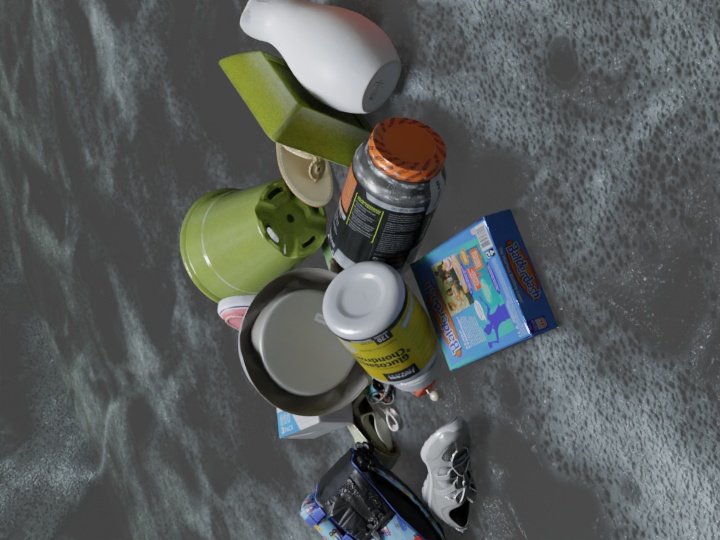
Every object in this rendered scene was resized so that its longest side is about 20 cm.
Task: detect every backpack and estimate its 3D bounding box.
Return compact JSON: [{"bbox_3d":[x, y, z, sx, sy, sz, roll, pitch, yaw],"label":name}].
[{"bbox_3d":[0.027,0.364,1.630,0.200,0.135,0.183,45,179,-1],"label":"backpack"}]

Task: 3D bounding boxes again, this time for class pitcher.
[{"bbox_3d":[-0.035,-0.293,1.488,0.200,0.171,0.121,37,113,20],"label":"pitcher"}]

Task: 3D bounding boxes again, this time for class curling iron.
[{"bbox_3d":[0.001,0.110,1.616,0.050,0.026,0.200,-53,48,35],"label":"curling iron"}]

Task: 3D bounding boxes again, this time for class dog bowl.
[{"bbox_3d":[-0.076,0.098,1.547,0.059,0.200,0.201,-12,94,66],"label":"dog bowl"}]

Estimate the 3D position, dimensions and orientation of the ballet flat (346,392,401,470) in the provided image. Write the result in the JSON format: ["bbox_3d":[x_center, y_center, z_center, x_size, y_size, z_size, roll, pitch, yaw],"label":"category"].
[{"bbox_3d":[0.001,0.217,1.747,0.200,0.067,0.062,55,137,13],"label":"ballet flat"}]

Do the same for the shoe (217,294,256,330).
[{"bbox_3d":[-0.110,0.101,1.596,0.071,0.200,0.091,-34,47,48],"label":"shoe"}]

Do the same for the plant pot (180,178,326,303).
[{"bbox_3d":[-0.148,-0.056,1.736,0.190,0.200,0.201,-22,85,56],"label":"plant pot"}]

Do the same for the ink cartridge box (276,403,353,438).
[{"bbox_3d":[-0.078,0.145,1.715,0.115,0.068,0.201,-30,61,49],"label":"ink cartridge box"}]

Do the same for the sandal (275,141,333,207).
[{"bbox_3d":[-0.085,-0.201,1.657,0.070,0.077,0.212,141,115,-66],"label":"sandal"}]

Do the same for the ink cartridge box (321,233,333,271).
[{"bbox_3d":[0.000,0.000,1.646,0.200,0.048,0.146,136,115,-76],"label":"ink cartridge box"}]

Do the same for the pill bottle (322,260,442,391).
[{"bbox_3d":[0.037,0.081,1.481,0.112,0.112,0.200,47,177,39],"label":"pill bottle"}]

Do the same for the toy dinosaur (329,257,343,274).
[{"bbox_3d":[-0.066,0.031,1.684,0.061,0.106,0.200,62,158,1],"label":"toy dinosaur"}]

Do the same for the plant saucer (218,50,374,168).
[{"bbox_3d":[-0.068,-0.220,1.513,0.048,0.199,0.200,-55,45,22],"label":"plant saucer"}]

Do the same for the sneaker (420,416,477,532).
[{"bbox_3d":[0.134,0.276,1.538,0.082,0.075,0.200,42,150,35],"label":"sneaker"}]

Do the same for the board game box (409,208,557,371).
[{"bbox_3d":[0.147,0.029,1.399,0.200,0.045,0.152,-33,76,61],"label":"board game box"}]

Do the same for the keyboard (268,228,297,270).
[{"bbox_3d":[-0.122,0.000,1.896,0.200,0.011,0.056,66,151,13],"label":"keyboard"}]

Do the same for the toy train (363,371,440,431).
[{"bbox_3d":[0.039,0.157,1.647,0.150,0.056,0.200,62,149,21],"label":"toy train"}]

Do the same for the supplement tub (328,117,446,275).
[{"bbox_3d":[0.036,-0.091,1.451,0.123,0.122,0.200,57,146,28],"label":"supplement tub"}]
